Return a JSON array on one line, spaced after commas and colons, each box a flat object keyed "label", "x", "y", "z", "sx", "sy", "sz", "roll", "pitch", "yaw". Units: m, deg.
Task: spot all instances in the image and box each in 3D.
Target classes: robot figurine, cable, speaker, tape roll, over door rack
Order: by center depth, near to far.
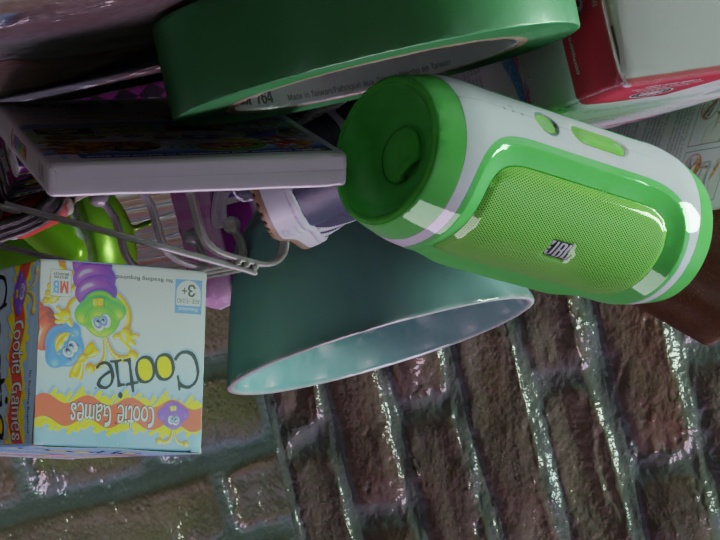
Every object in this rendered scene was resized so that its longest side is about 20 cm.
[{"label": "tape roll", "x": 0.003, "y": -0.114, "z": 1.228, "sx": 0.199, "sy": 0.048, "sz": 0.200, "roll": -13, "pitch": 178, "yaw": 0}, {"label": "speaker", "x": 0.083, "y": -0.038, "z": 1.285, "sx": 0.199, "sy": 0.089, "sz": 0.088, "roll": 14, "pitch": 160, "yaw": -41}, {"label": "over door rack", "x": -0.160, "y": -0.027, "z": 1.548, "sx": 0.199, "sy": 0.067, "sz": 0.148, "roll": 2, "pitch": 174, "yaw": -25}, {"label": "cable", "x": -0.255, "y": -0.008, "z": 1.638, "sx": 0.200, "sy": 0.050, "sz": 0.097, "roll": -41, "pitch": -147, "yaw": -23}, {"label": "robot figurine", "x": -0.246, "y": -0.004, "z": 1.822, "sx": 0.199, "sy": 0.116, "sz": 0.175, "roll": -13, "pitch": 174, "yaw": -22}]

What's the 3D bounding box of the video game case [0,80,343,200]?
[{"label": "video game case", "x": -0.111, "y": -0.086, "z": 1.507, "sx": 0.199, "sy": 0.036, "sz": 0.181, "roll": -13, "pitch": 178, "yaw": -12}]

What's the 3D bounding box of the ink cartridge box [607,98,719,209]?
[{"label": "ink cartridge box", "x": 0.191, "y": -0.089, "z": 1.488, "sx": 0.057, "sy": 0.163, "sz": 0.199, "roll": 31, "pitch": 159, "yaw": -34}]

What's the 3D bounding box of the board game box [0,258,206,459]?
[{"label": "board game box", "x": -0.175, "y": 0.055, "z": 1.501, "sx": 0.104, "sy": 0.104, "sz": 0.200, "roll": 5, "pitch": 174, "yaw": -27}]

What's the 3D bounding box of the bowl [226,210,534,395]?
[{"label": "bowl", "x": 0.000, "y": 0.000, "z": 1.628, "sx": 0.200, "sy": 0.106, "sz": 0.201, "roll": -15, "pitch": 170, "yaw": -3}]

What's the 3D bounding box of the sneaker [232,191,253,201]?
[{"label": "sneaker", "x": -0.042, "y": -0.078, "z": 1.683, "sx": 0.084, "sy": 0.075, "sz": 0.200, "roll": -18, "pitch": 180, "yaw": -22}]

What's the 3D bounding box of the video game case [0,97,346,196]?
[{"label": "video game case", "x": -0.100, "y": -0.064, "z": 1.291, "sx": 0.142, "sy": 0.018, "sz": 0.200, "roll": -2, "pitch": -168, "yaw": -15}]

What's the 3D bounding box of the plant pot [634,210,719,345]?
[{"label": "plant pot", "x": 0.181, "y": -0.071, "z": 1.785, "sx": 0.199, "sy": 0.188, "sz": 0.187, "roll": 20, "pitch": 175, "yaw": -6}]

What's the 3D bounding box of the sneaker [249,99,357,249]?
[{"label": "sneaker", "x": 0.001, "y": -0.062, "z": 1.442, "sx": 0.108, "sy": 0.070, "sz": 0.200, "roll": -22, "pitch": -178, "yaw": 6}]

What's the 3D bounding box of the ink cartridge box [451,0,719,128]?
[{"label": "ink cartridge box", "x": 0.141, "y": -0.125, "z": 1.352, "sx": 0.147, "sy": 0.086, "sz": 0.200, "roll": -11, "pitch": 179, "yaw": -25}]

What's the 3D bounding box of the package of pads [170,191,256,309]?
[{"label": "package of pads", "x": -0.035, "y": -0.052, "z": 1.864, "sx": 0.199, "sy": 0.121, "sz": 0.076, "roll": -15, "pitch": 178, "yaw": 26}]
